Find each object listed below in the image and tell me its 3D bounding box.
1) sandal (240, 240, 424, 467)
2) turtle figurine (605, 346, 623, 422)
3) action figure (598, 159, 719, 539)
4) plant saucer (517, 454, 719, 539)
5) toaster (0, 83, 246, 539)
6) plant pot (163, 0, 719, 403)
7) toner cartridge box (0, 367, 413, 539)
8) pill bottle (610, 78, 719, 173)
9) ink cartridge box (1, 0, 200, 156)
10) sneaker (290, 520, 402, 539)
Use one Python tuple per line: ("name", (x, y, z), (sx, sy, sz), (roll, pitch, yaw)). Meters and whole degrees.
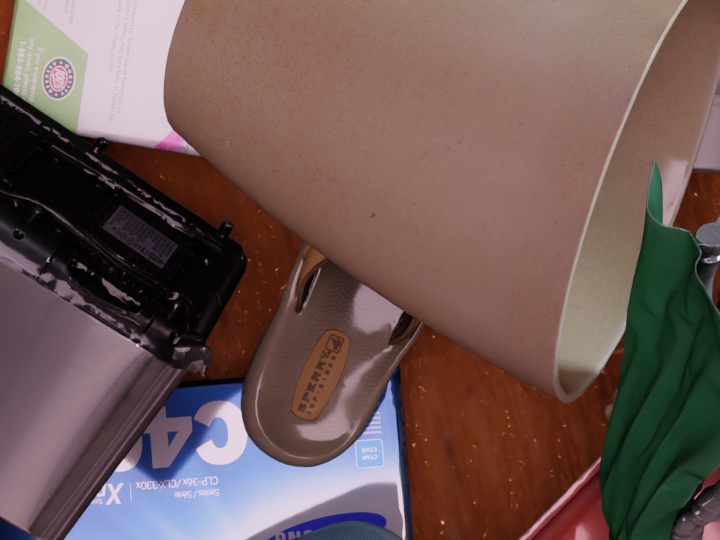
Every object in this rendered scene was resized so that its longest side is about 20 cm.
("sandal", (0.000, 0.000, 1.237), (0.080, 0.054, 0.200), (20, 100, -4))
("turtle figurine", (0.186, 0.077, 1.276), (0.199, 0.064, 0.162), (-14, 96, 3))
("action figure", (0.131, 0.064, 1.132), (0.055, 0.200, 0.118), (-4, 49, -15))
("plant saucer", (0.159, 0.167, 1.227), (0.200, 0.037, 0.200), (45, 89, -3))
("toaster", (-0.154, 0.008, 1.189), (0.181, 0.200, 0.119), (33, 105, -4))
("plant pot", (0.027, -0.067, 1.140), (0.200, 0.187, 0.188), (21, 92, 16))
("toner cartridge box", (-0.078, 0.100, 1.306), (0.199, 0.043, 0.095), (-5, 91, 4))
("pill bottle", (0.126, -0.146, 1.253), (0.113, 0.114, 0.201), (2, 91, 4))
("ink cartridge box", (-0.059, -0.110, 1.289), (0.199, 0.067, 0.117), (10, 95, 4))
("sneaker", (-0.008, 0.186, 1.218), (0.131, 0.200, 0.080), (52, 57, -14))
